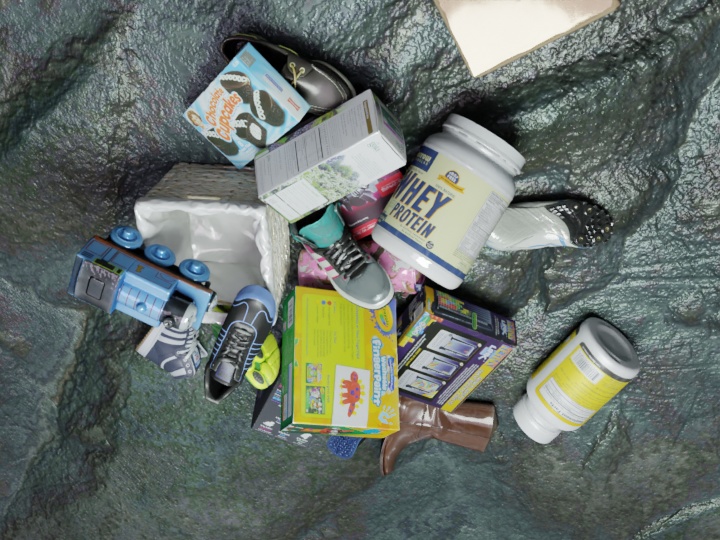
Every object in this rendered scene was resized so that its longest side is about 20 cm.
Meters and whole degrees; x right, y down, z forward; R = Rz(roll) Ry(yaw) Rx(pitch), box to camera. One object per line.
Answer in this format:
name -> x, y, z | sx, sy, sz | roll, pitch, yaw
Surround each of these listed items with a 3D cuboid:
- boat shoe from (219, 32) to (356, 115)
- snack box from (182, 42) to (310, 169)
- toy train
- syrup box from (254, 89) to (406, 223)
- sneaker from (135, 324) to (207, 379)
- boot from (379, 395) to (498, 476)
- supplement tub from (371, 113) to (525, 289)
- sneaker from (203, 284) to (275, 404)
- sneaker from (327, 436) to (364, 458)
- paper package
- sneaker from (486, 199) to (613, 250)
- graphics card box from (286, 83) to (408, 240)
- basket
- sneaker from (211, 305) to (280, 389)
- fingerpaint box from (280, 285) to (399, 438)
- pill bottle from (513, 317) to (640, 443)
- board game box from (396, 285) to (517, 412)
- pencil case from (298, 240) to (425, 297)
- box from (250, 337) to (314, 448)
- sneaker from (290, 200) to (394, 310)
boat shoe -> -0.101, -0.264, 1.122 | 0.199, 0.060, 0.073 | 27, 109, 12
snack box -> -0.162, -0.222, 1.146 | 0.116, 0.037, 0.199 | 43, 149, -15
toy train -> -0.296, 0.018, 1.135 | 0.198, 0.115, 0.087 | 26, 123, -3
syrup box -> -0.042, -0.152, 1.121 | 0.198, 0.083, 0.079 | -26, 143, 22
sneaker -> -0.291, 0.107, 1.394 | 0.108, 0.070, 0.200 | 41, 126, -7
boot -> 0.135, 0.296, 1.431 | 0.196, 0.065, 0.189 | 8, 122, 1
supplement tub -> 0.121, -0.094, 1.126 | 0.144, 0.145, 0.202 | 31, 94, -8
sneaker -> -0.176, 0.112, 1.189 | 0.069, 0.078, 0.201 | 22, 129, -6
sneaker -> 0.006, 0.239, 1.373 | 0.070, 0.078, 0.200 | 36, 138, -4
paper package -> 0.189, -0.369, 1.010 | 0.198, 0.104, 0.192 | -23, 112, 23
sneaker -> 0.267, -0.065, 1.200 | 0.196, 0.072, 0.073 | 0, 92, -2
graphics card box -> -0.005, -0.153, 1.203 | 0.124, 0.051, 0.202 | -23, 112, 22
basket -> -0.209, -0.041, 1.242 | 0.194, 0.162, 0.203 | 4, 120, 9
sneaker -> -0.188, 0.115, 1.341 | 0.073, 0.201, 0.084 | -21, 142, -23
fingerpaint box -> -0.031, 0.138, 1.223 | 0.164, 0.203, 0.073 | 7, 157, -20
pill bottle -> 0.330, 0.178, 1.291 | 0.110, 0.112, 0.201 | 33, 121, -9
board game box -> 0.124, 0.128, 1.297 | 0.163, 0.057, 0.201 | 20, 134, -18
pencil case -> 0.000, 0.000, 1.273 | 0.196, 0.083, 0.088 | -2, 80, 13
box -> -0.092, 0.172, 1.357 | 0.105, 0.123, 0.201 | 21, 123, -13
sneaker -> -0.033, -0.036, 1.179 | 0.084, 0.200, 0.121 | -43, 151, -7
